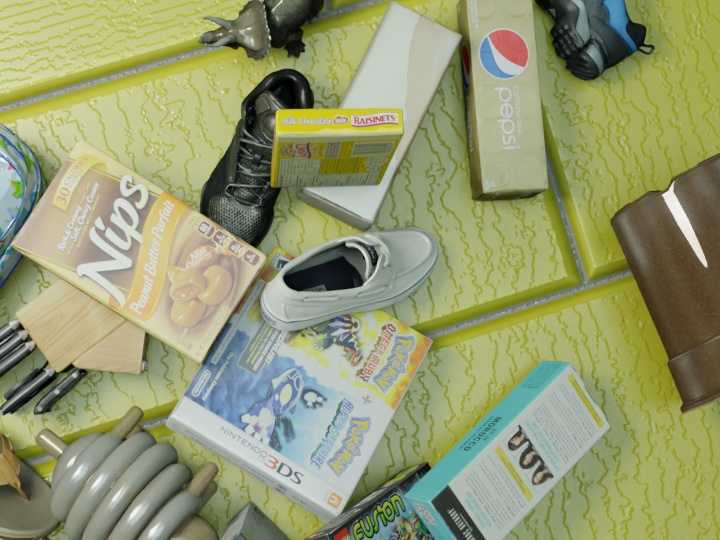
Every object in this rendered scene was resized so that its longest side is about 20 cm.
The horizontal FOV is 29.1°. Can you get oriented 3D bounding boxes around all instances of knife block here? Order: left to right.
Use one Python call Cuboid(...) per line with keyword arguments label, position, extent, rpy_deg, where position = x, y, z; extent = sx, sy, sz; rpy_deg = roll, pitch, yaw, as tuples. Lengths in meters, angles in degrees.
Cuboid(label="knife block", position=(-0.284, 0.040, 1.303), extent=(0.175, 0.064, 0.201), rpy_deg=(8, 86, -6))

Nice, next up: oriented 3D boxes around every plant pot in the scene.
Cuboid(label="plant pot", position=(0.348, 0.002, 1.309), extent=(0.200, 0.200, 0.199), rpy_deg=(-25, 82, -6))

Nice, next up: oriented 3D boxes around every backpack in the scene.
Cuboid(label="backpack", position=(-0.375, -0.045, 1.274), extent=(0.163, 0.154, 0.200), rpy_deg=(39, 70, 4))

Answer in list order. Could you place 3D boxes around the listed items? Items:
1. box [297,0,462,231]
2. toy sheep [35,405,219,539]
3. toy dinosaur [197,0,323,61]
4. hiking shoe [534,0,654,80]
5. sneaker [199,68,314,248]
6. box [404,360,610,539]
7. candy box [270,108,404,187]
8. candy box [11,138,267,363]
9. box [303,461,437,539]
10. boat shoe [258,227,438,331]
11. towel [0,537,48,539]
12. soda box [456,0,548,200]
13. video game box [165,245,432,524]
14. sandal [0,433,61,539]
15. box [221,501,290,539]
Cuboid(label="box", position=(0.016, -0.145, 1.329), extent=(0.077, 0.095, 0.201), rpy_deg=(26, 86, -3))
Cuboid(label="toy sheep", position=(-0.214, 0.206, 1.272), extent=(0.200, 0.138, 0.138), rpy_deg=(33, 84, 12))
Cuboid(label="toy dinosaur", position=(-0.063, -0.262, 1.324), extent=(0.077, 0.102, 0.200), rpy_deg=(44, 85, -2))
Cuboid(label="hiking shoe", position=(0.214, -0.292, 1.374), extent=(0.086, 0.074, 0.201), rpy_deg=(-26, 99, -14))
Cuboid(label="sneaker", position=(-0.100, -0.102, 1.306), extent=(0.076, 0.114, 0.200), rpy_deg=(25, 86, -1))
Cuboid(label="box", position=(0.141, 0.179, 1.307), extent=(0.200, 0.049, 0.082), rpy_deg=(-41, 106, -22))
Cuboid(label="candy box", position=(-0.024, -0.102, 1.177), extent=(0.102, 0.200, 0.027), rpy_deg=(1, 82, -5))
Cuboid(label="candy box", position=(-0.199, -0.016, 1.255), extent=(0.200, 0.055, 0.116), rpy_deg=(32, 81, -5))
Cuboid(label="box", position=(0.027, 0.258, 1.261), extent=(0.035, 0.200, 0.110), rpy_deg=(-25, 89, 31))
Cuboid(label="boat shoe", position=(0.000, 0.000, 1.298), extent=(0.200, 0.065, 0.074), rpy_deg=(-26, 73, -32))
Cuboid(label="towel", position=(-0.372, 0.310, 1.294), extent=(0.192, 0.035, 0.200), rpy_deg=(-43, 90, -6))
Cuboid(label="soda box", position=(0.138, -0.171, 1.356), extent=(0.067, 0.064, 0.201), rpy_deg=(-4, 86, -6))
Cuboid(label="video game box", position=(-0.055, 0.106, 1.305), extent=(0.182, 0.047, 0.200), rpy_deg=(32, 67, -5))
Cuboid(label="sandal", position=(-0.354, 0.169, 1.280), extent=(0.200, 0.054, 0.080), rpy_deg=(49, 47, 2))
Cuboid(label="box", position=(-0.047, 0.305, 1.268), extent=(0.200, 0.144, 0.036), rpy_deg=(44, 91, -1))
